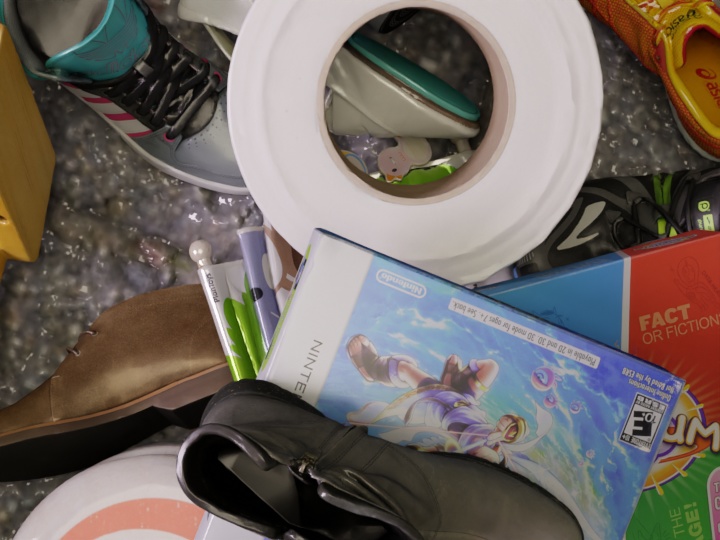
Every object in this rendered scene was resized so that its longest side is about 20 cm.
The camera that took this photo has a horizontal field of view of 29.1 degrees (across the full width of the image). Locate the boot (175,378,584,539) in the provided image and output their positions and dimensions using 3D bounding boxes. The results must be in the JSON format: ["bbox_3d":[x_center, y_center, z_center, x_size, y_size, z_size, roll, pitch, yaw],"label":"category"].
[{"bbox_3d":[0.013,0.112,0.597,0.198,0.131,0.068,22,93,-6],"label":"boot"}]

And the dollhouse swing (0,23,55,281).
[{"bbox_3d":[-0.293,-0.028,0.754,0.197,0.182,0.178,9,63,6],"label":"dollhouse swing"}]

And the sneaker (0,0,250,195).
[{"bbox_3d":[-0.127,-0.118,0.788,0.199,0.121,0.084,33,87,1],"label":"sneaker"}]

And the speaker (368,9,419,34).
[{"bbox_3d":[-0.024,-0.241,0.817,0.081,0.081,0.200,-40,88,-2],"label":"speaker"}]

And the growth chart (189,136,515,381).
[{"bbox_3d":[0.000,0.000,0.809,0.198,0.018,0.146,-23,80,-15],"label":"growth chart"}]

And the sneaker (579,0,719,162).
[{"bbox_3d":[0.180,-0.155,0.814,0.073,0.077,0.201,-38,80,-1],"label":"sneaker"}]

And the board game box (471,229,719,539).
[{"bbox_3d":[0.140,0.094,0.746,0.151,0.040,0.202,-14,96,-9],"label":"board game box"}]

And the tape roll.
[{"bbox_3d":[0.028,-0.091,0.751,0.200,0.071,0.205,0,100,-2],"label":"tape roll"}]

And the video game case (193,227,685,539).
[{"bbox_3d":[0.036,0.100,0.688,0.198,0.045,0.183,21,93,-7],"label":"video game case"}]

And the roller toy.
[{"bbox_3d":[-0.108,0.192,0.763,0.200,0.140,0.183,-44,88,-2],"label":"roller toy"}]

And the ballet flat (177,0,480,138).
[{"bbox_3d":[-0.023,-0.122,0.823,0.199,0.069,0.070,34,87,-3],"label":"ballet flat"}]

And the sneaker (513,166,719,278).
[{"bbox_3d":[0.184,-0.029,0.806,0.197,0.083,0.072,-11,85,-2],"label":"sneaker"}]

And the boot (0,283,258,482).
[{"bbox_3d":[-0.156,0.068,0.813,0.198,0.074,0.076,-19,72,-8],"label":"boot"}]
